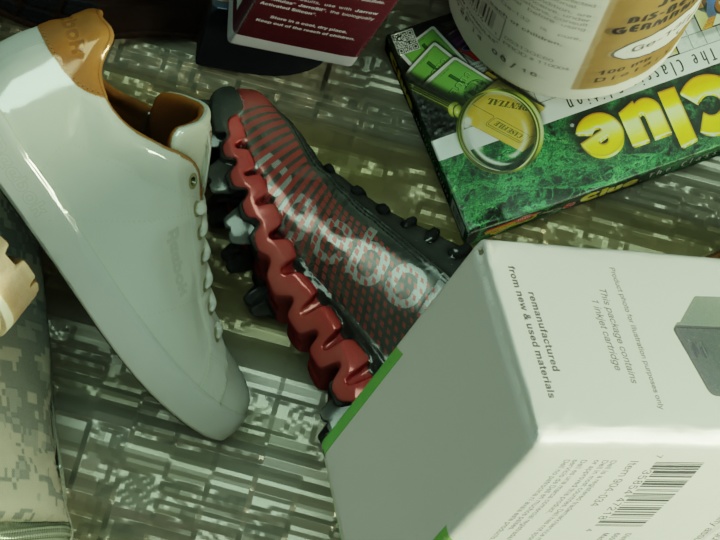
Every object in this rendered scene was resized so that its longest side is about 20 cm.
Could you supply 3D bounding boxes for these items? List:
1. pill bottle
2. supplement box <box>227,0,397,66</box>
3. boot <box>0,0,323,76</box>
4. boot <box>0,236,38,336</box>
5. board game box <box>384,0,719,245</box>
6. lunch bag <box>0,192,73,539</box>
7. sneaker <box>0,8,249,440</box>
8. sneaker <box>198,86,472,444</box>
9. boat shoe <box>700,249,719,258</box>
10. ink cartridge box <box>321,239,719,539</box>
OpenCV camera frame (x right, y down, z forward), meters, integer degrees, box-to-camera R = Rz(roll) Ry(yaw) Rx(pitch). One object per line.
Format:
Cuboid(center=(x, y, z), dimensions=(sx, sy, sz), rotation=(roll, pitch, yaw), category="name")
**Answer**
Cuboid(center=(0.100, -0.156, 0.754), dimensions=(0.114, 0.200, 0.114), rotation=(1, 74, -3), category="pill bottle")
Cuboid(center=(0.004, -0.177, 0.731), dimensions=(0.061, 0.200, 0.109), rotation=(9, 66, -17), category="supplement box")
Cuboid(center=(-0.107, -0.157, 0.834), dimensions=(0.200, 0.075, 0.097), rotation=(15, 63, -16), category="boot")
Cuboid(center=(-0.223, -0.015, 0.645), dimensions=(0.200, 0.075, 0.107), rotation=(38, 68, -6), category="boot")
Cuboid(center=(0.122, -0.092, 0.853), dimensions=(0.200, 0.023, 0.105), rotation=(-20, 78, -8), category="board game box")
Cuboid(center=(-0.206, 0.037, 0.749), dimensions=(0.168, 0.139, 0.200), rotation=(-3, 75, -21), category="lunch bag")
Cuboid(center=(-0.080, -0.016, 0.746), dimensions=(0.085, 0.200, 0.073), rotation=(-32, 34, -3), category="sneaker")
Cuboid(center=(0.000, 0.000, 0.796), dimensions=(0.098, 0.071, 0.201), rotation=(-28, 79, -9), category="sneaker")
Cuboid(center=(0.188, 0.007, 0.803), dimensions=(0.200, 0.068, 0.072), rotation=(-31, 79, -9), category="boat shoe")
Cuboid(center=(0.108, 0.067, 0.704), dimensions=(0.200, 0.146, 0.084), rotation=(4, 53, -27), category="ink cartridge box")
